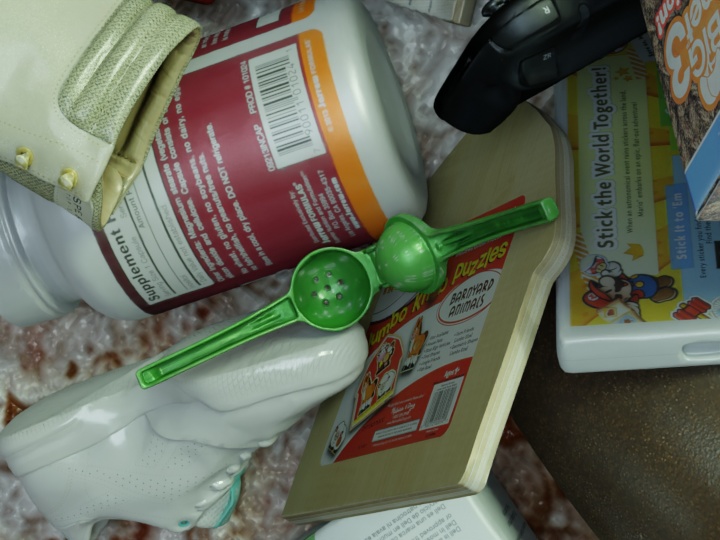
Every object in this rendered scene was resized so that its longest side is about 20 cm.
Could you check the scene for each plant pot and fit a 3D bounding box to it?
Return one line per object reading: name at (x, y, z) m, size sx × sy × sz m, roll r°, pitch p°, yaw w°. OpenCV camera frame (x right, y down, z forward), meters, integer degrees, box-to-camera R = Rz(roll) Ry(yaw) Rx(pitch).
plant pot at (0.161, 0.070, 0.739) m, size 0.200 × 0.187 × 0.187 m, roll 36°, pitch 98°, yaw 22°

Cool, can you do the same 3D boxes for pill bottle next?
pill bottle at (-0.078, -0.044, 0.801) m, size 0.199 × 0.113 × 0.114 m, roll -18°, pitch 88°, yaw 11°

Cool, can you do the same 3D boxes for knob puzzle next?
knob puzzle at (0.044, 0.014, 0.759) m, size 0.030 × 0.220 × 0.220 m, roll 27°, pitch 97°, yaw -17°

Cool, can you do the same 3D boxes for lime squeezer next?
lime squeezer at (0.000, 0.000, 0.737) m, size 0.199 × 0.071 × 0.038 m, roll -22°, pitch 79°, yaw 24°

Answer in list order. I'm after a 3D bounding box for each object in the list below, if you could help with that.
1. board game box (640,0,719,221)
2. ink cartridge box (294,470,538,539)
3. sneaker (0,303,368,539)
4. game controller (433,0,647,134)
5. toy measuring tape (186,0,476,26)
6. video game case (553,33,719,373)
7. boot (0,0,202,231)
board game box at (0.185, -0.124, 0.613) m, size 0.158 × 0.097 × 0.201 m, roll 1°, pitch 57°, yaw -13°
ink cartridge box at (0.041, 0.197, 0.800) m, size 0.146 × 0.083 × 0.201 m, roll -35°, pitch 85°, yaw 10°
sneaker at (-0.072, 0.080, 0.826) m, size 0.199 × 0.075 × 0.089 m, roll -20°, pitch 104°, yaw 27°
game controller at (0.118, -0.120, 0.731) m, size 0.199 × 0.104 × 0.042 m, roll -30°, pitch 88°, yaw -22°
toy measuring tape at (-0.044, -0.152, 0.829) m, size 0.199 × 0.074 × 0.074 m, roll 13°, pitch 94°, yaw -13°
video game case at (0.172, -0.040, 0.729) m, size 0.181 × 0.201 × 0.023 m, roll -4°, pitch 133°, yaw 9°
boot at (-0.174, -0.056, 0.722) m, size 0.154 × 0.072 × 0.201 m, roll 33°, pitch 91°, yaw 3°
